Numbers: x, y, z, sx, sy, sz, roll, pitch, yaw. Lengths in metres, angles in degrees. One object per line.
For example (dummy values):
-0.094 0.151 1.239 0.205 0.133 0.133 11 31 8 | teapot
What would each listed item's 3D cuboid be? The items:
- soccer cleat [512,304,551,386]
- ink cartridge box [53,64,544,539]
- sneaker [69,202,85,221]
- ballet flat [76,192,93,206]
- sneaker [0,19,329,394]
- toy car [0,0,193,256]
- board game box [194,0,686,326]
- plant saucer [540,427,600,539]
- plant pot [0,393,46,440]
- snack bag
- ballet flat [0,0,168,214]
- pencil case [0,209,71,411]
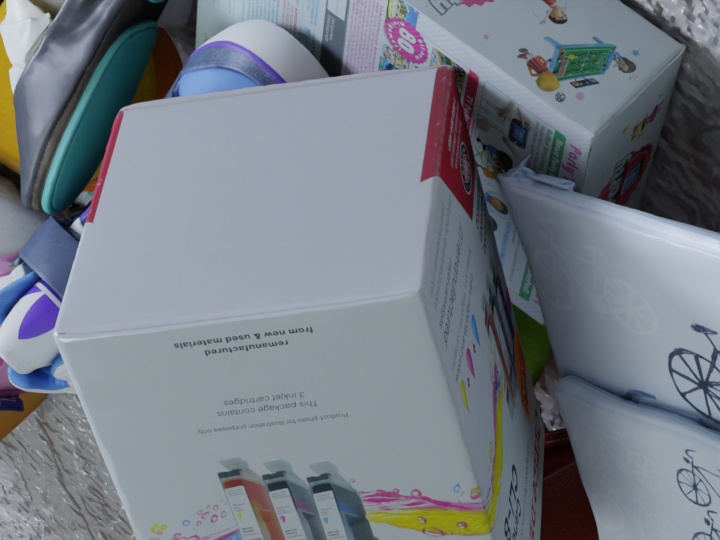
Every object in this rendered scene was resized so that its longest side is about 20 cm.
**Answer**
0.000 0.000 1.348 0.200 0.068 0.081 33 151 17 | soccer cleat
-0.015 0.047 1.145 0.144 0.145 0.200 -7 129 12 | ink cartridge box
-0.174 -0.008 1.549 0.200 0.087 0.074 13 139 46 | sneaker
-0.082 -0.016 1.449 0.200 0.072 0.072 48 153 7 | ballet flat
-0.092 -0.011 1.230 0.081 0.146 0.200 44 150 2 | sneaker
-0.168 -0.113 1.357 0.200 0.175 0.150 37 -172 14 | toy car
0.027 -0.088 1.194 0.200 0.064 0.148 38 153 17 | board game box
0.050 0.116 1.311 0.200 0.200 0.037 -18 95 60 | plant saucer
-0.324 0.068 1.753 0.200 0.183 0.200 33 151 21 | plant pot
0.132 0.063 1.100 0.189 0.021 0.200 21 134 53 | snack bag
-0.110 -0.121 1.237 0.073 0.073 0.200 36 109 16 | ballet flat
-0.185 -0.022 1.455 0.200 0.087 0.087 -116 7 -47 | pencil case
